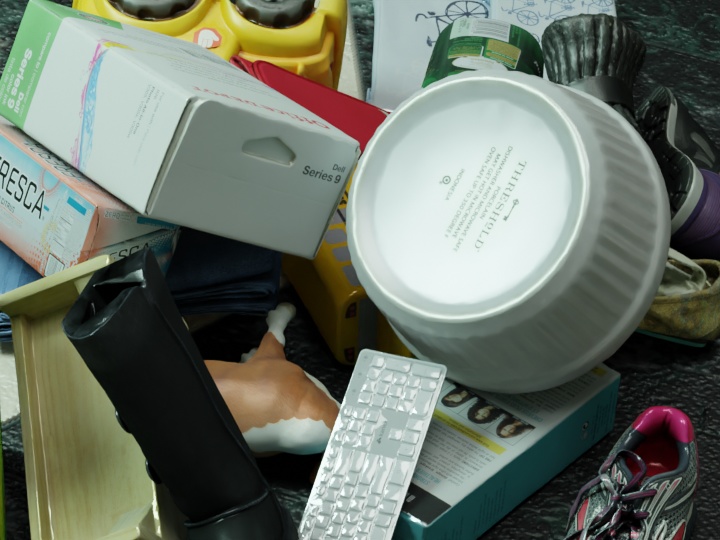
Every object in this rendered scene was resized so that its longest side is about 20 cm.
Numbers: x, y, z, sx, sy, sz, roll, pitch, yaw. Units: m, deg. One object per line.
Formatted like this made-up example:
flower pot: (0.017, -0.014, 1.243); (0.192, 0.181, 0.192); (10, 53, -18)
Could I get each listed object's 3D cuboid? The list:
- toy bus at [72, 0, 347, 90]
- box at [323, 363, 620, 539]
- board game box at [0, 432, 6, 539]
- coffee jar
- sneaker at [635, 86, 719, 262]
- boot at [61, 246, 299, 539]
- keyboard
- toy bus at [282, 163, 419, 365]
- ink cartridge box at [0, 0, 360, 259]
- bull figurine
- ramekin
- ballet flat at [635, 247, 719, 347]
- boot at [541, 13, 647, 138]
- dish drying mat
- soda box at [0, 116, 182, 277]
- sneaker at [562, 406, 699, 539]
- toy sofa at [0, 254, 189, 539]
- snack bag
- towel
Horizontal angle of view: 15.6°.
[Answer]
toy bus: (-0.116, -0.120, 1.868); (0.200, 0.136, 0.192); (6, 50, -1)
box: (0.071, 0.110, 1.634); (0.082, 0.049, 0.200); (29, 43, 30)
board game box: (-0.237, 0.062, 1.544); (0.048, 0.200, 0.102); (-3, 38, -7)
coffee jar: (0.078, -0.098, 1.805); (0.085, 0.104, 0.200); (11, 24, 4)
sneaker: (0.236, -0.058, 1.874); (0.088, 0.076, 0.200); (30, 23, -17)
boot: (-0.099, 0.105, 1.453); (0.066, 0.200, 0.165); (-21, 23, 5)
keyboard: (-0.003, 0.138, 1.552); (0.056, 0.011, 0.200); (8, 62, 22)
toy bus: (0.000, 0.000, 1.760); (0.078, 0.065, 0.200); (-11, 39, -19)
ink cartridge box: (-0.119, -0.092, 1.673); (0.145, 0.088, 0.200); (14, 12, -42)
bull figurine: (-0.083, 0.081, 1.647); (0.200, 0.065, 0.121); (-1, 36, -9)
ramekin: (0.082, -0.032, 1.614); (0.202, 0.094, 0.202); (-8, 71, 24)
ballet flat: (0.158, 0.006, 1.720); (0.200, 0.071, 0.071); (7, 33, -28)
boot: (0.159, -0.101, 1.758); (0.079, 0.211, 0.158); (6, 80, -2)
dish drying mat: (-0.007, -0.102, 1.837); (0.200, 0.018, 0.077); (19, 29, -49)
soda box: (-0.194, -0.042, 1.687); (0.068, 0.064, 0.200); (10, 16, -37)
sneaker: (0.151, 0.159, 1.557); (0.081, 0.075, 0.200); (13, 39, 12)
toy sofa: (-0.150, 0.102, 1.555); (0.083, 0.098, 0.200); (-21, 58, 18)
snack bag: (0.102, -0.167, 2.023); (0.200, 0.021, 0.189); (3, 36, 1)
towel: (-0.148, -0.005, 1.740); (0.200, 0.049, 0.112); (-9, 34, 9)
